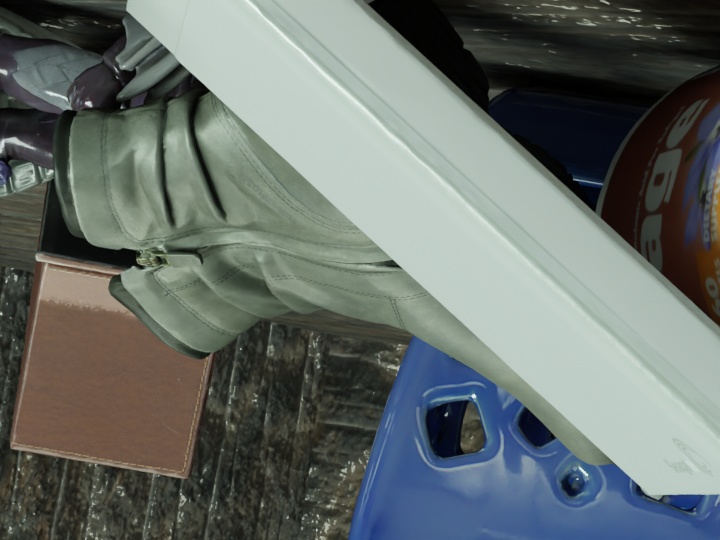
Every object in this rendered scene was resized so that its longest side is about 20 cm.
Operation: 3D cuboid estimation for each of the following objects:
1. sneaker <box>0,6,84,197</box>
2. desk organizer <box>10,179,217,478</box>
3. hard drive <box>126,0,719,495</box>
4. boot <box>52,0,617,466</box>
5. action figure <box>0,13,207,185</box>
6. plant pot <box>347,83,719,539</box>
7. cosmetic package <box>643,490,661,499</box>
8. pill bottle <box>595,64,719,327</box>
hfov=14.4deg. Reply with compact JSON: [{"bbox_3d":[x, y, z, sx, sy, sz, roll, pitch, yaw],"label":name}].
[{"bbox_3d":[-0.153,-0.071,1.050,0.199,0.075,0.087,12,-165,43],"label":"sneaker"},{"bbox_3d":[-0.088,-0.005,1.070,0.071,0.077,0.200,10,-157,-7],"label":"desk organizer"},{"bbox_3d":[0.022,-0.018,0.736,0.200,0.026,0.132,43,172,-1],"label":"hard drive"},{"bbox_3d":[0.000,0.000,0.886,0.130,0.068,0.200,-19,131,24],"label":"boot"},{"bbox_3d":[-0.081,-0.048,0.923,0.199,0.070,0.130,7,145,14],"label":"action figure"},{"bbox_3d":[0.110,0.038,1.027,0.199,0.181,0.200,9,177,5],"label":"plant pot"},{"bbox_3d":[0.207,0.083,1.317,0.198,0.201,0.123,8,177,10],"label":"cosmetic package"},{"bbox_3d":[0.127,-0.007,0.783,0.111,0.113,0.200,10,176,-9],"label":"pill bottle"}]
